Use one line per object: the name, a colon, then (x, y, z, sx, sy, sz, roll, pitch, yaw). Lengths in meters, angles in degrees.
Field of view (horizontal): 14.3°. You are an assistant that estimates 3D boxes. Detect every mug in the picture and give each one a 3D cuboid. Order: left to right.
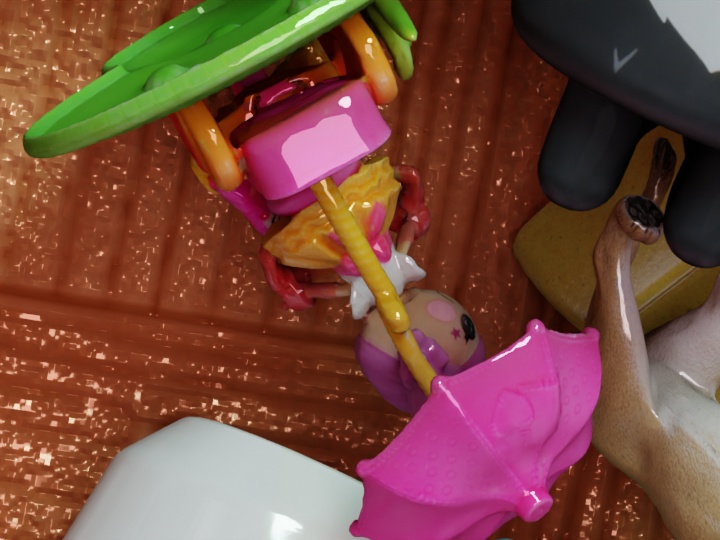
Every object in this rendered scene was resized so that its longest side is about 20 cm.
mug: (-0.042, 0.141, 0.954, 0.187, 0.149, 0.153, 36, 74, -51)

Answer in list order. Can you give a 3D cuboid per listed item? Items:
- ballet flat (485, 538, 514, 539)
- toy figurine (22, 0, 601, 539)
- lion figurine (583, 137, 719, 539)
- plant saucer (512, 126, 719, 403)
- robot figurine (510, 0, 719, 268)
ballet flat: (0.098, 0.165, 0.955, 0.200, 0.069, 0.063, 35, 125, -11)
toy figurine: (0.000, 0.000, 0.908, 0.150, 0.200, 0.184, -29, 101, -6)
lion figurine: (0.114, 0.069, 0.915, 0.072, 0.123, 0.200, -4, 55, -28)
plant saucer: (0.176, 0.016, 0.958, 0.200, 0.200, 0.048, 40, 41, -12)
robot figurine: (0.120, -0.103, 0.839, 0.150, 0.125, 0.200, 14, 107, -35)
